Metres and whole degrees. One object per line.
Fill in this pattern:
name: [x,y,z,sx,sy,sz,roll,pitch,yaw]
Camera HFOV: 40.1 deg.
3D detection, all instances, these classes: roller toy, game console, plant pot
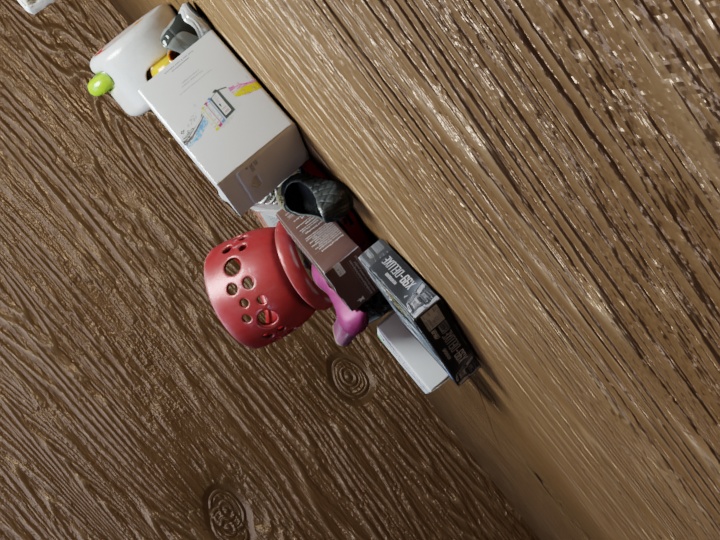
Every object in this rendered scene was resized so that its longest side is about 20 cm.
roller toy: [-0.373,-0.371,1.765,0.140,0.199,0.183,52,-149,-21]
game console: [-0.058,-0.120,1.597,0.177,0.031,0.200,48,174,34]
plant pot: [-0.150,0.013,1.756,0.201,0.181,0.201,52,-158,-30]

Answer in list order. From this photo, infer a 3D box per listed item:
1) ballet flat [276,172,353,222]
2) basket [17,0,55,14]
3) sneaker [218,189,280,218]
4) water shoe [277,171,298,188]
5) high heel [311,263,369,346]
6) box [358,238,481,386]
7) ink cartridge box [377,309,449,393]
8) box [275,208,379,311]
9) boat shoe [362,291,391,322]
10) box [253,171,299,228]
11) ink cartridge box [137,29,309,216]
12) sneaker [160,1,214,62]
ballet flat: [-0.080,-0.107,1.457,0.199,0.056,0.067,10,121,59]
basket: [-0.493,-0.541,1.479,0.200,0.198,0.161,49,172,19]
sneaker: [-0.164,-0.130,1.771,0.198,0.074,0.071,8,-178,4]
water shoe: [-0.161,-0.215,1.758,0.200,0.071,0.080,42,147,53]
high heel: [-0.026,0.017,1.608,0.096,0.067,0.201,-55,45,48]
box: [0.089,0.063,1.463,0.158,0.050,0.200,48,175,41]
ink cartridge box: [0.101,0.130,1.691,0.146,0.084,0.200,50,176,8]
box: [-0.051,-0.035,1.567,0.100,0.075,0.200,55,177,-42]
boat shoe: [0.026,0.047,1.628,0.070,0.067,0.200,34,162,-6]
box: [-0.124,-0.085,1.911,0.201,0.106,0.152,60,174,-15]
ink cartridge box: [-0.197,-0.214,1.461,0.200,0.144,0.147,49,176,15]
sneaker: [-0.255,-0.334,1.510,0.074,0.079,0.200,47,177,15]
